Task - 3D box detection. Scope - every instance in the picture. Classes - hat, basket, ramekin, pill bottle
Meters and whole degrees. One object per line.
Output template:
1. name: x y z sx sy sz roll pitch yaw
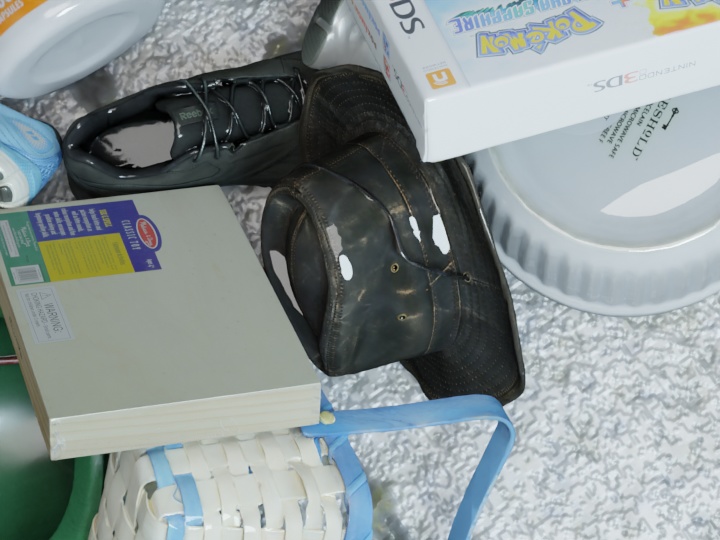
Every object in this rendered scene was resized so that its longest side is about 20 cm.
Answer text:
1. hat: -0.129 0.077 1.256 0.199 0.175 0.167 -14 86 43
2. hat: 0.000 0.000 1.155 0.081 0.201 0.201 -29 80 -24
3. basket: -0.032 0.138 1.143 0.198 0.177 0.139 -5 41 -26
4. ramekin: 0.142 -0.080 1.206 0.198 0.105 0.202 -1 83 6
5. pill bottle: -0.200 -0.205 1.250 0.112 0.113 0.201 -31 81 1

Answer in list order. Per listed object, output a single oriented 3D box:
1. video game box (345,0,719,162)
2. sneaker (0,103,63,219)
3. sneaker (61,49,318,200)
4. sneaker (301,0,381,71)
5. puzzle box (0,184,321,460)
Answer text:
1. video game box: 0.094 -0.148 1.121 0.198 0.047 0.183 -16 49 -10
2. sneaker: -0.251 -0.076 1.267 0.199 0.090 0.079 22 125 22
3. sneaker: -0.068 -0.077 1.233 0.198 0.091 0.077 -19 79 2
4. sneaker: 0.038 -0.176 1.241 0.080 0.070 0.201 28 67 -12
5. puzzle box: -0.109 0.021 1.138 0.132 0.200 0.026 -7 122 -15
